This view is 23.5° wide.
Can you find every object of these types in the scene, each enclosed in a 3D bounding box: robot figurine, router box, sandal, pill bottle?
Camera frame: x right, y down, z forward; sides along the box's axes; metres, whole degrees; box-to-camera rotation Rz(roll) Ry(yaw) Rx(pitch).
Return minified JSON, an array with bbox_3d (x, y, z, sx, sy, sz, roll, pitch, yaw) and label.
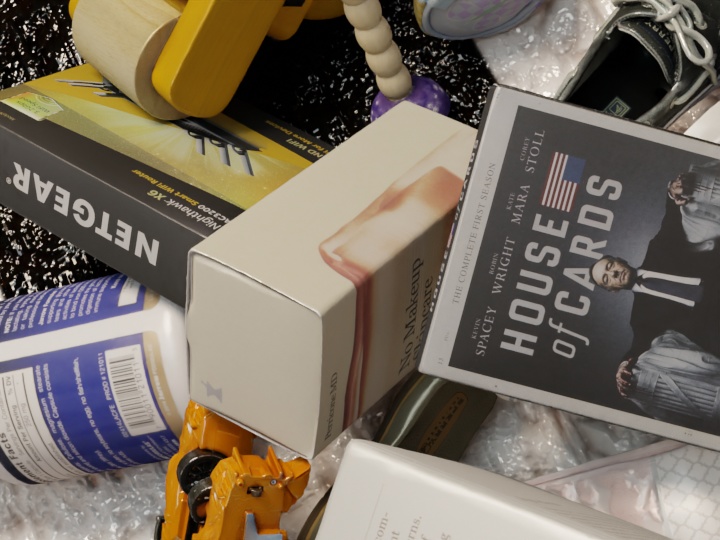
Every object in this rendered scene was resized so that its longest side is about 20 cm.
[{"bbox_3d":[-0.077,0.169,0.958,0.145,0.058,0.200,-120,36,-56],"label":"robot figurine"},{"bbox_3d":[-0.116,-0.059,1.037,0.200,0.157,0.052,28,122,25],"label":"router box"},{"bbox_3d":[0.022,0.136,0.962,0.054,0.080,0.200,35,92,40],"label":"sandal"},{"bbox_3d":[-0.172,0.066,1.045,0.200,0.116,0.116,-12,72,18],"label":"pill bottle"}]

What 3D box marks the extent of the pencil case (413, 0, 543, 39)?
[{"bbox_3d":[0.051,-0.239,1.059,0.083,0.091,0.200,-45,52,53],"label":"pencil case"}]

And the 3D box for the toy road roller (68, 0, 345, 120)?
[{"bbox_3d":[-0.068,-0.184,1.060,0.123,0.146,0.200,40,104,41],"label":"toy road roller"}]

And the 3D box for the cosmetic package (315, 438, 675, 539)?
[{"bbox_3d":[0.085,0.196,0.835,0.200,0.166,0.168,19,89,33],"label":"cosmetic package"}]

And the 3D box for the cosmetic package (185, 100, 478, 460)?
[{"bbox_3d":[0.000,0.000,0.945,0.087,0.104,0.200,25,42,25],"label":"cosmetic package"}]

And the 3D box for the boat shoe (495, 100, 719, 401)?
[{"bbox_3d":[0.151,0.002,0.914,0.069,0.072,0.200,42,89,11],"label":"boat shoe"}]

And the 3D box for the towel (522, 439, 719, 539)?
[{"bbox_3d":[0.147,0.196,0.914,0.191,0.032,0.200,-23,68,27],"label":"towel"}]

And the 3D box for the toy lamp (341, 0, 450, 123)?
[{"bbox_3d":[-0.003,-0.160,0.995,0.058,0.200,0.058,-16,43,16],"label":"toy lamp"}]

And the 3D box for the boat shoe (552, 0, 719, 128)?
[{"bbox_3d":[0.159,-0.122,0.931,0.199,0.068,0.074,-44,77,-5],"label":"boat shoe"}]

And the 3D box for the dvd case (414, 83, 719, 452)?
[{"bbox_3d":[0.142,0.004,0.870,0.200,0.025,0.151,15,94,-4],"label":"dvd case"}]
